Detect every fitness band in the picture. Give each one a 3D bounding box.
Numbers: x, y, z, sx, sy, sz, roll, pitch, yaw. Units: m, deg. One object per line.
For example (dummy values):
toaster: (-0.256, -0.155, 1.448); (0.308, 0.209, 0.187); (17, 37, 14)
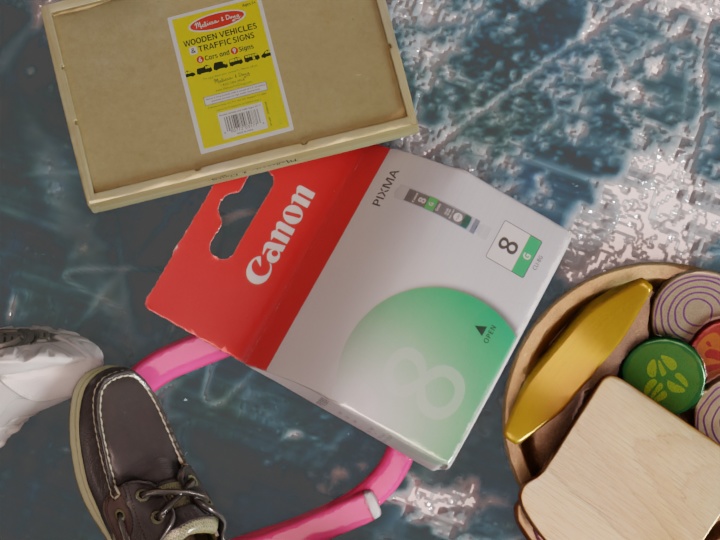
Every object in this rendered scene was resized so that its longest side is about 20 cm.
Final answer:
fitness band: (-0.062, 0.100, 1.359); (0.200, 0.037, 0.144); (-21, 93, 0)

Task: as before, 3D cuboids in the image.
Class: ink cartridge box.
ink cartridge box: (0.000, 0.000, 1.327); (0.200, 0.050, 0.161); (30, 74, -4)

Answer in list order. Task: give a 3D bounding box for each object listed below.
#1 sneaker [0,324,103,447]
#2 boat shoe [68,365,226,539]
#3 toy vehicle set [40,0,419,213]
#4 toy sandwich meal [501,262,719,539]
sneaker: (-0.240, 0.094, 1.346); (0.200, 0.078, 0.099); (-15, 100, 9)
boat shoe: (-0.107, 0.147, 1.300); (0.073, 0.065, 0.200); (-21, 93, -38)
toy vehicle set: (-0.077, -0.118, 1.337); (0.200, 0.027, 0.124); (-13, 80, 0)
toy sandwich meal: (0.172, 0.094, 1.343); (0.205, 0.070, 0.205); (0, 93, 0)
